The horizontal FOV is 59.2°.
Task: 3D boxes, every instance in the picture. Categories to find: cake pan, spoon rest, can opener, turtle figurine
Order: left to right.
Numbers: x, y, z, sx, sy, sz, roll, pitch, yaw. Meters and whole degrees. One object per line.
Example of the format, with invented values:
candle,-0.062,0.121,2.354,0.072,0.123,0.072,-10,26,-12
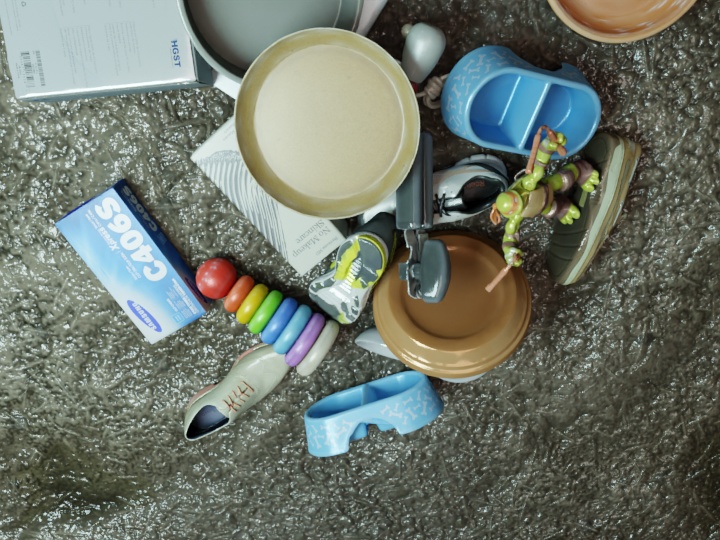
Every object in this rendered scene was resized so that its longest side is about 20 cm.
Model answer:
cake pan,-0.094,-0.293,0.663,0.199,0.037,0.201,-10,118,-20
spoon rest,0.082,0.110,0.836,0.199,0.061,0.099,0,158,34
can opener,0.074,-0.064,0.740,0.066,0.053,0.201,-3,91,31
turtle figurine,0.203,-0.077,0.744,0.161,0.064,0.201,-13,124,-41

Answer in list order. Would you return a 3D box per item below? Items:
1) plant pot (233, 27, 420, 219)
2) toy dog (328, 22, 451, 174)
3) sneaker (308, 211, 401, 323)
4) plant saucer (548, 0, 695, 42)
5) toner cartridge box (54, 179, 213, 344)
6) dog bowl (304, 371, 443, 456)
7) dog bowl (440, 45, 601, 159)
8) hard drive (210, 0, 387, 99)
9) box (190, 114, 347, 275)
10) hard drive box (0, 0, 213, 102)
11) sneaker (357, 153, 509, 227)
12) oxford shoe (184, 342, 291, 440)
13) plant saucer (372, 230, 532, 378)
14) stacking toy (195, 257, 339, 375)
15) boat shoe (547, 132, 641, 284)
plant pot,-0.036,-0.155,0.683,0.199,0.028,0.201,1,112,2
toy dog,0.014,-0.202,0.736,0.200,0.132,0.096,-45,68,11
sneaker,0.000,0.000,0.803,0.074,0.085,0.200,41,145,0
plant saucer,0.292,-0.359,0.698,0.199,0.037,0.201,0,113,-1
toner cartridge box,-0.292,-0.009,0.832,0.095,0.043,0.200,-29,110,11
dog bowl,0.014,0.194,0.882,0.199,0.111,0.050,-18,98,6
dog bowl,0.192,-0.188,0.735,0.199,0.050,0.112,5,122,-23
hard drive,-0.073,-0.272,0.738,0.132,0.027,0.200,31,108,-13
box,-0.108,-0.097,0.786,0.082,0.068,0.200,-39,107,14
hard drive box,-0.277,-0.273,0.693,0.199,0.077,0.157,-5,102,1
sneaker,0.089,-0.091,0.789,0.199,0.080,0.074,-19,113,8
oxford shoe,-0.168,0.174,0.892,0.200,0.074,0.071,-41,107,14
plant saucer,0.112,0.033,0.787,0.199,0.201,0.038,-11,151,3
stacking toy,-0.129,0.052,0.839,0.200,0.085,0.086,35,108,-6
boat shoe,0.307,-0.071,0.811,0.076,0.072,0.201,7,114,-21
